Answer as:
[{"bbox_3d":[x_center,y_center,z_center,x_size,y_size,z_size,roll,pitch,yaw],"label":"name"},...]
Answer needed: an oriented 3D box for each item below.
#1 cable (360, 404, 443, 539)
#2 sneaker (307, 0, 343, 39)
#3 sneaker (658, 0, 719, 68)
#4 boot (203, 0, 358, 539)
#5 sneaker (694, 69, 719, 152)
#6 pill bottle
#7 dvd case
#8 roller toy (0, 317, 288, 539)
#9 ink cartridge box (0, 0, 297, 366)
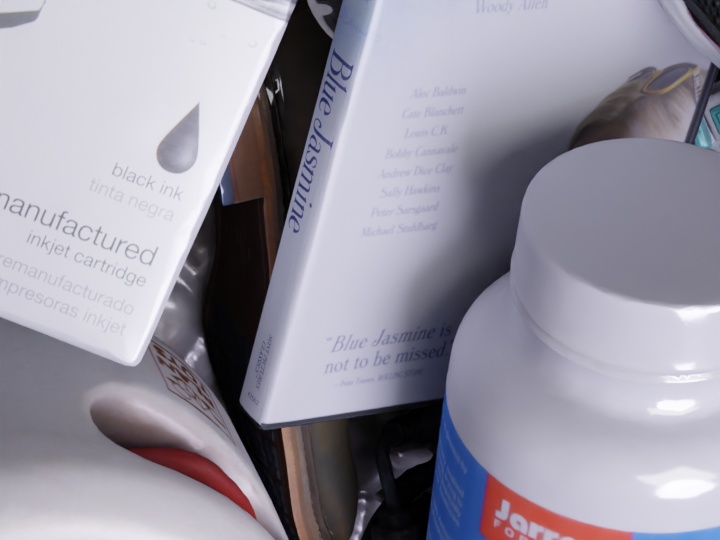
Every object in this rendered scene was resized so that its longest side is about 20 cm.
[{"bbox_3d":[0.082,0.119,1.052,0.199,0.051,0.164,-6,98,-34],"label":"cable"},{"bbox_3d":[0.062,-0.108,0.932,0.199,0.083,0.081,-10,129,-33],"label":"sneaker"},{"bbox_3d":[0.149,-0.052,0.857,0.080,0.086,0.200,-33,119,2],"label":"sneaker"},{"bbox_3d":[0.000,0.000,0.959,0.097,0.075,0.201,-18,118,-16],"label":"boot"},{"bbox_3d":[0.188,-0.061,0.963,0.199,0.091,0.078,-11,119,21],"label":"sneaker"},{"bbox_3d":[0.077,0.064,0.910,0.112,0.112,0.201,-14,131,-22],"label":"pill bottle"},{"bbox_3d":[0.047,-0.045,0.895,0.142,0.018,0.201,-7,126,-33],"label":"dvd case"},{"bbox_3d":[-0.109,0.105,0.910,0.199,0.140,0.183,-5,121,-15],"label":"roller toy"},{"bbox_3d":[-0.090,-0.096,0.835,0.145,0.084,0.201,22,102,-11],"label":"ink cartridge box"}]
